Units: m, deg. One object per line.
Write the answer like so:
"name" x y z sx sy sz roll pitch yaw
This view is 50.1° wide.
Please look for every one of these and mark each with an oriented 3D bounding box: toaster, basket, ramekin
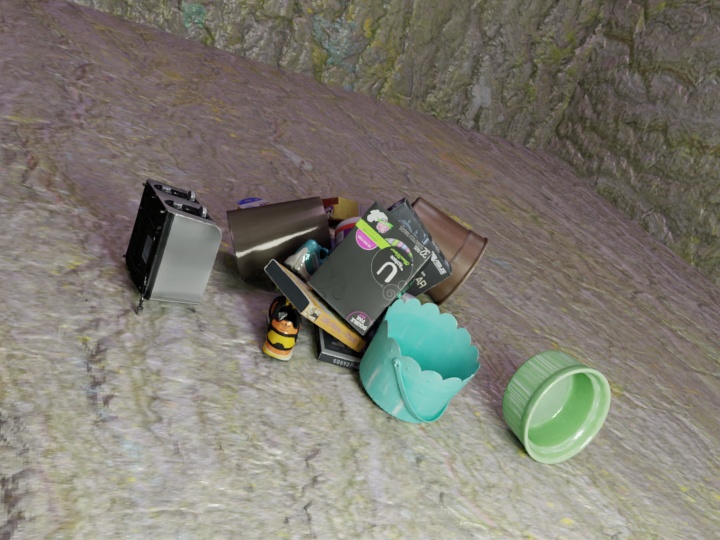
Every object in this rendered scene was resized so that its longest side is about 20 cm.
"toaster" -0.349 -0.042 1.409 0.117 0.203 0.181 11 18 -32
"basket" -0.166 -0.076 1.595 0.196 0.139 0.181 -14 27 -7
"ramekin" 0.362 0.250 1.451 0.197 0.204 0.098 9 19 -30

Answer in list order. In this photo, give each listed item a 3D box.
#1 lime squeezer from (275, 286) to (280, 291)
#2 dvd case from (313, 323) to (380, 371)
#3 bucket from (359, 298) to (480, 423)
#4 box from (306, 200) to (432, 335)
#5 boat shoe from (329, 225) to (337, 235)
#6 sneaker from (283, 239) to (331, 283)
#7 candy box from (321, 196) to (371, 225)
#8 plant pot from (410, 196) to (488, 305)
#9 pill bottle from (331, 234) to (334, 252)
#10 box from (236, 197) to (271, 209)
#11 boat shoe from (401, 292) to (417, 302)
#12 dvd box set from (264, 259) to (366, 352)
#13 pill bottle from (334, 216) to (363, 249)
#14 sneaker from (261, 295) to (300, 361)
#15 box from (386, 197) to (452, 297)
"lime squeezer" -0.095 0.048 1.630 0.196 0.038 0.071 12 29 -25
"dvd case" -0.021 0.134 1.539 0.148 0.025 0.201 17 24 -16
"bucket" 0.103 0.168 1.407 0.204 0.136 0.209 23 33 -15
"box" 0.020 0.001 1.449 0.148 0.201 0.124 42 -1 7
"boat shoe" -0.076 -0.073 1.866 0.064 0.073 0.200 28 18 11
"sneaker" -0.084 -0.006 1.552 0.077 0.080 0.200 37 -3 18
"candy box" -0.060 -0.142 1.931 0.114 0.058 0.199 -3 -5 25
"plant pot" 0.170 -0.056 1.846 0.197 0.201 0.201 37 23 -2
"pill bottle" -0.090 -0.030 1.707 0.197 0.113 0.112 28 23 9
"box" -0.211 -0.113 1.863 0.198 0.042 0.119 30 24 19
"boat shoe" 0.061 0.066 1.637 0.071 0.063 0.199 23 -1 -22
"dvd box set" -0.083 0.067 1.442 0.146 0.029 0.200 45 3 41
"pill bottle" 0.000 0.000 1.585 0.110 0.112 0.204 12 60 -24
"sneaker" -0.136 0.085 1.446 0.069 0.091 0.201 19 24 -9
"box" 0.090 -0.037 1.731 0.202 0.159 0.044 55 18 -15
